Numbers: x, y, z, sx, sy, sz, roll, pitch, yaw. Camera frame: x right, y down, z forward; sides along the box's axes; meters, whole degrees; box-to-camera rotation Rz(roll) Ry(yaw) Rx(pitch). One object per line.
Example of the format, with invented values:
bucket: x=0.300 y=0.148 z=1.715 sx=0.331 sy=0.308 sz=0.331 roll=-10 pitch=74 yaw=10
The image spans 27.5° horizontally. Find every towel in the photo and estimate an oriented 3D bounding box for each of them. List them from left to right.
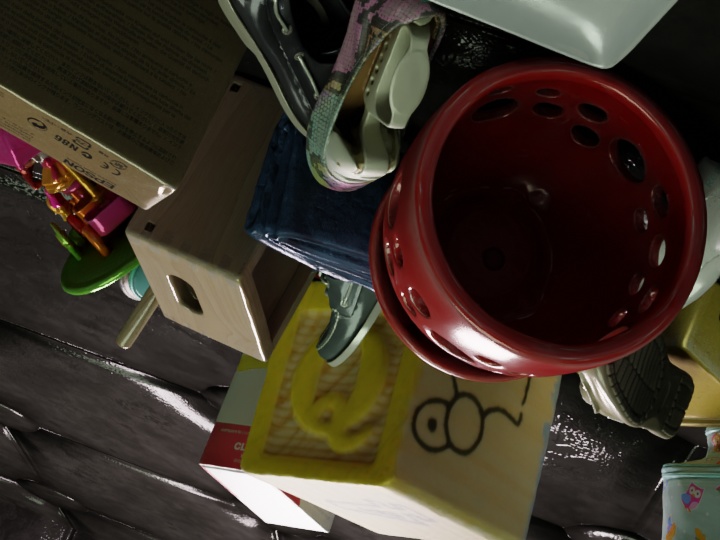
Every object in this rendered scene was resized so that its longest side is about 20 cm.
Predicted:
towel: x=0.016 y=-0.040 z=1.107 sx=0.199 sy=0.112 sz=0.048 roll=22 pitch=164 yaw=-30

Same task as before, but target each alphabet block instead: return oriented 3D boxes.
alphabet block: x=0.041 y=0.133 z=1.361 sx=0.196 sy=0.197 sz=0.200 roll=-5 pitch=152 yaw=43

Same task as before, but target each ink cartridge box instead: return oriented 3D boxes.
ink cartridge box: x=-0.185 y=-0.163 z=0.995 sx=0.199 sy=0.166 sz=0.075 roll=31 pitch=158 yaw=-17
ink cartridge box: x=-0.064 y=0.142 z=1.499 sx=0.083 sy=0.201 sz=0.145 roll=2 pitch=150 yaw=33

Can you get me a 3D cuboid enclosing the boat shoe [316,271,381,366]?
boat shoe: x=0.000 y=0.000 z=1.236 sx=0.062 sy=0.073 sz=0.200 roll=27 pitch=130 yaw=-5

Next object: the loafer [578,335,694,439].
loafer: x=0.201 y=0.083 z=1.144 sx=0.068 sy=0.076 sz=0.200 roll=17 pitch=167 yaw=31

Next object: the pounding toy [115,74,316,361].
pounding toy: x=-0.114 y=-0.027 z=1.192 sx=0.141 sy=0.185 sz=0.200 roll=23 pitch=158 yaw=15

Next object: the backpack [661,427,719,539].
backpack: x=0.363 y=0.210 z=1.294 sx=0.199 sy=0.155 sz=0.175 roll=8 pitch=171 yaw=-36

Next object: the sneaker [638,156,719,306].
sneaker: x=0.227 y=-0.028 z=1.053 sx=0.088 sy=0.075 sz=0.200 roll=41 pitch=155 yaw=0

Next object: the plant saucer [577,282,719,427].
plant saucer: x=0.261 y=0.081 z=1.262 sx=0.199 sy=0.049 sz=0.200 roll=-6 pitch=144 yaw=47

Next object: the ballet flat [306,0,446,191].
ballet flat: x=0.011 y=-0.109 z=0.969 sx=0.069 sy=0.071 sz=0.201 roll=-2 pitch=138 yaw=-22

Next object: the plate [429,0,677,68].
plate: x=0.093 y=-0.199 z=0.814 sx=0.198 sy=0.033 sz=0.200 roll=21 pitch=157 yaw=-9

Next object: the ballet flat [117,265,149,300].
ballet flat: x=-0.182 y=-0.006 z=1.387 sx=0.068 sy=0.068 sz=0.200 roll=35 pitch=-170 yaw=24

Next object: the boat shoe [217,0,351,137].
boat shoe: x=-0.022 y=-0.144 z=1.006 sx=0.062 sy=0.073 sz=0.200 roll=5 pitch=147 yaw=41

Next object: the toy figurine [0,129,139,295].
toy figurine: x=-0.267 y=-0.101 z=1.301 sx=0.184 sy=0.150 sz=0.200 roll=51 pitch=171 yaw=-25

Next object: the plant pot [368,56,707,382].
plant pot: x=0.108 y=-0.025 z=0.999 sx=0.199 sy=0.201 sz=0.182 roll=26 pitch=166 yaw=-8

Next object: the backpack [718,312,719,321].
backpack: x=0.358 y=0.041 z=0.963 sx=0.200 sy=0.163 sz=0.154 roll=33 pitch=-164 yaw=-51

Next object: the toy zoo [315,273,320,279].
toy zoo: x=-0.067 y=-0.037 z=1.341 sx=0.199 sy=0.021 sz=0.131 roll=18 pitch=156 yaw=10
